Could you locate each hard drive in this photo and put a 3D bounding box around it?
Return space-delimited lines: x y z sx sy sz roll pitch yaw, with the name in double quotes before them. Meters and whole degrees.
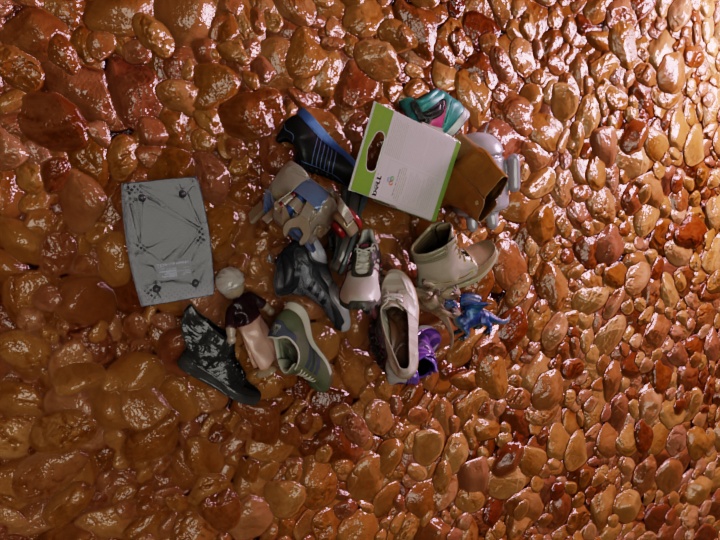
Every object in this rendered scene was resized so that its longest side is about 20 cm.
"hard drive" -0.323 -0.050 0.901 0.132 0.042 0.205 -9 100 -20

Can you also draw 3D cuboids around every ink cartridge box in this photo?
"ink cartridge box" 0.062 -0.185 0.914 0.197 0.075 0.151 14 97 -36

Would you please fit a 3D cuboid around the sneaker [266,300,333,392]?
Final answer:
"sneaker" -0.114 0.161 0.962 0.090 0.066 0.203 -52 133 -45

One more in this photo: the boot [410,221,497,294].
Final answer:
"boot" 0.187 -0.037 1.047 0.198 0.072 0.156 -30 139 -12

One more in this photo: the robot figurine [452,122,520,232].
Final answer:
"robot figurine" 0.232 -0.182 1.057 0.166 0.113 0.205 -8 101 14

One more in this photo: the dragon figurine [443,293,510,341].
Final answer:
"dragon figurine" 0.239 0.085 1.118 0.196 0.059 0.102 -8 107 -12

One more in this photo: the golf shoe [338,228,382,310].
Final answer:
"golf shoe" 0.000 0.000 0.950 0.075 0.201 0.090 0 117 4

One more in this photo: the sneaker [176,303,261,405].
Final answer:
"sneaker" -0.243 0.152 0.948 0.198 0.060 0.105 33 88 -18

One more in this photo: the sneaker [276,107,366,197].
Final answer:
"sneaker" -0.064 -0.193 0.955 0.078 0.070 0.200 -44 87 0

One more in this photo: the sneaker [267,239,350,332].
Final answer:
"sneaker" -0.098 0.037 0.984 0.112 0.075 0.203 -26 102 -11

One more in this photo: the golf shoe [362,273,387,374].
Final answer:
"golf shoe" 0.058 0.108 1.050 0.090 0.072 0.204 -16 102 -19

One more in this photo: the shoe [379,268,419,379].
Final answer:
"shoe" 0.072 0.089 0.956 0.068 0.053 0.204 -11 70 13

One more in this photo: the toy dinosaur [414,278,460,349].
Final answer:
"toy dinosaur" 0.151 0.069 1.041 0.200 0.100 0.059 42 54 -22

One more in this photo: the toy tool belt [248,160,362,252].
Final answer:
"toy tool belt" -0.100 -0.085 0.903 0.123 0.199 0.125 -45 145 -10

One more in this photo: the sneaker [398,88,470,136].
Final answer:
"sneaker" 0.106 -0.268 1.016 0.120 0.084 0.201 42 86 -16

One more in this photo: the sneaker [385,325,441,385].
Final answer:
"sneaker" 0.120 0.174 1.038 0.199 0.082 0.082 -34 127 -56

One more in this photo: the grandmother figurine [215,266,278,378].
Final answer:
"grandmother figurine" -0.201 0.089 0.948 0.060 0.121 0.203 -16 105 24

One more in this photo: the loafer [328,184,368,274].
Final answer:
"loafer" -0.032 -0.090 0.980 0.062 0.072 0.203 19 65 -6

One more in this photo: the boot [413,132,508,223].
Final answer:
"boot" 0.176 -0.134 0.986 0.070 0.145 0.203 -2 138 -38
